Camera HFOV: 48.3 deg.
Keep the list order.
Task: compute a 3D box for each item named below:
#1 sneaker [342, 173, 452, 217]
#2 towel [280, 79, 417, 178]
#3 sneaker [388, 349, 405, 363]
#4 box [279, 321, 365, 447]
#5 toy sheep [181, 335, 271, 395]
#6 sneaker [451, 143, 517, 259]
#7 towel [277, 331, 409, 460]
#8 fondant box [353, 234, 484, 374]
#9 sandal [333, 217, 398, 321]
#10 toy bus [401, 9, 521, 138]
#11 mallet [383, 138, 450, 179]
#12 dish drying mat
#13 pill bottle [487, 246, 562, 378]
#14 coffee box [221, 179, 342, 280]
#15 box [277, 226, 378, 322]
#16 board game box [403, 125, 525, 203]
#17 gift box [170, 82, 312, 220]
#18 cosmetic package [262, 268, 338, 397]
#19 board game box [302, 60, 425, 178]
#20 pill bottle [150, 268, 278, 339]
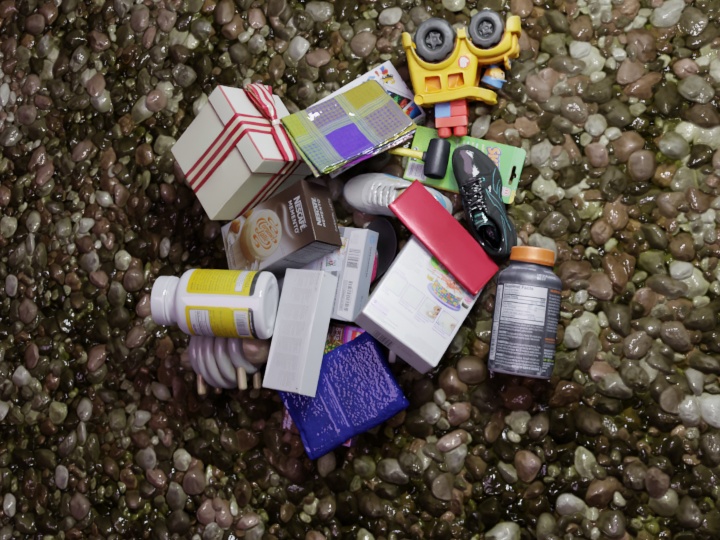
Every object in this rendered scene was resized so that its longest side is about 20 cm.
[{"bbox_3d":[0.058,-0.129,1.383,0.197,0.081,0.078,12,89,20],"label":"sneaker"},{"bbox_3d":[-0.020,-0.244,1.346,0.198,0.023,0.145,-26,63,-17],"label":"towel"},{"bbox_3d":[0.107,0.062,1.358,0.097,0.071,0.204,8,77,2],"label":"sneaker"},{"bbox_3d":[-0.057,0.192,1.404,0.134,0.039,0.204,9,86,18],"label":"box"},{"bbox_3d":[-0.240,0.149,1.422,0.197,0.137,0.141,-9,81,22],"label":"toy sheep"},{"bbox_3d":[0.202,-0.112,1.314,0.075,0.079,0.203,-25,90,25],"label":"sneaker"},{"bbox_3d":[-0.031,0.208,1.350,0.198,0.049,0.149,-30,79,14],"label":"towel"},{"bbox_3d":[0.103,0.042,1.296,0.143,0.058,0.201,37,66,-1],"label":"fondant box"},{"bbox_3d":[0.000,0.000,1.404,0.075,0.045,0.202,33,94,20],"label":"sandal"},{"bbox_3d":[0.178,-0.325,1.351,0.196,0.136,0.196,-6,94,14],"label":"toy bus"},{"bbox_3d":[0.058,-0.215,1.365,0.197,0.041,0.067,20,84,3],"label":"mallet"},{"bbox_3d":[0.135,-0.053,1.299,0.200,0.018,0.077,46,66,3],"label":"dish drying mat"},{"bbox_3d":[0.265,0.065,1.282,0.104,0.106,0.204,7,85,18],"label":"pill bottle"},{"bbox_3d":[-0.138,-0.059,1.386,0.198,0.079,0.116,-27,69,30],"label":"coffee box"},{"bbox_3d":[-0.069,0.000,1.400,0.197,0.041,0.159,7,86,36],"label":"box"},{"bbox_3d":[0.179,-0.180,1.379,0.197,0.030,0.097,16,89,21],"label":"board game box"},{"bbox_3d":[-0.191,-0.216,1.419,0.186,0.199,0.186,-42,77,30],"label":"gift box"},{"bbox_3d":[-0.099,0.102,1.335,0.081,0.050,0.204,4,78,36],"label":"cosmetic package"},{"bbox_3d":[0.000,-0.267,1.413,0.198,0.035,0.127,-31,75,-7],"label":"board game box"},{"bbox_3d":[-0.243,0.054,1.340,0.196,0.111,0.114,3,84,9],"label":"pill bottle"}]
